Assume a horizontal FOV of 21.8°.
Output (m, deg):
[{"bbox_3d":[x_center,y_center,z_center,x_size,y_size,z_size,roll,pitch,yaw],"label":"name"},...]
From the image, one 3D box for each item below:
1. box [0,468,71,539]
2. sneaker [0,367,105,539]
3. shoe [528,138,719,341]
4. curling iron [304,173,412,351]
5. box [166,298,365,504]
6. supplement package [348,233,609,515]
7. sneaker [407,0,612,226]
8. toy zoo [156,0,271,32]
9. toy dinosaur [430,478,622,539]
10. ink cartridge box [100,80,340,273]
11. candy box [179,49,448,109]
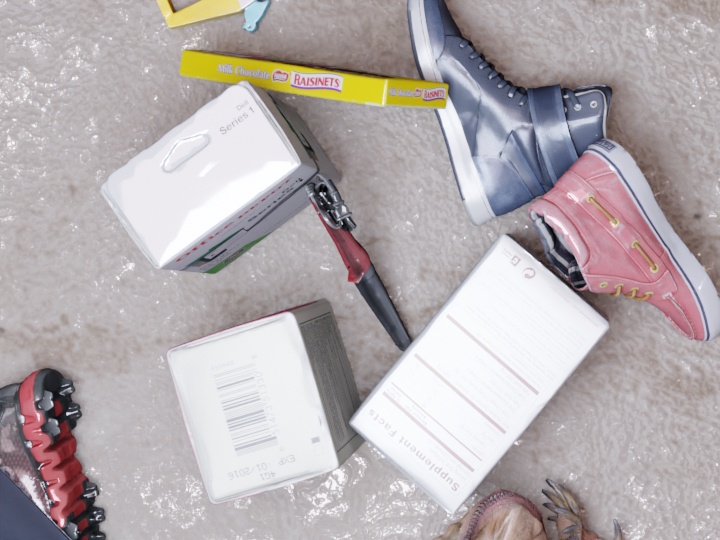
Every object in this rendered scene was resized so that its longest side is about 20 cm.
[{"bbox_3d":[-0.359,0.261,1.563,0.197,0.117,0.200,44,118,5],"label":"box"},{"bbox_3d":[-0.280,0.188,1.609,0.097,0.071,0.202,-10,96,17],"label":"sneaker"},{"bbox_3d":[0.213,-0.002,1.513,0.091,0.071,0.201,-40,113,-12],"label":"shoe"},{"bbox_3d":[0.000,0.000,1.534,0.025,0.050,0.201,-30,131,-4],"label":"curling iron"},{"bbox_3d":[-0.071,0.102,1.515,0.108,0.200,0.129,-17,89,7],"label":"box"},{"bbox_3d":[0.099,0.082,1.537,0.117,0.117,0.200,40,96,4],"label":"supplement package"},{"bbox_3d":[0.128,-0.156,1.543,0.145,0.077,0.204,-19,95,14],"label":"sneaker"},{"bbox_3d":[-0.132,-0.296,1.603,0.130,0.020,0.201,-23,88,7],"label":"toy zoo"},{"bbox_3d":[0.127,0.217,1.524,0.135,0.200,0.086,-43,52,4],"label":"toy dinosaur"},{"bbox_3d":[-0.108,-0.070,1.515,0.146,0.200,0.085,-36,85,7],"label":"ink cartridge box"},{"bbox_3d":[-0.038,-0.155,1.519,0.199,0.102,0.027,12,97,30],"label":"candy box"}]
